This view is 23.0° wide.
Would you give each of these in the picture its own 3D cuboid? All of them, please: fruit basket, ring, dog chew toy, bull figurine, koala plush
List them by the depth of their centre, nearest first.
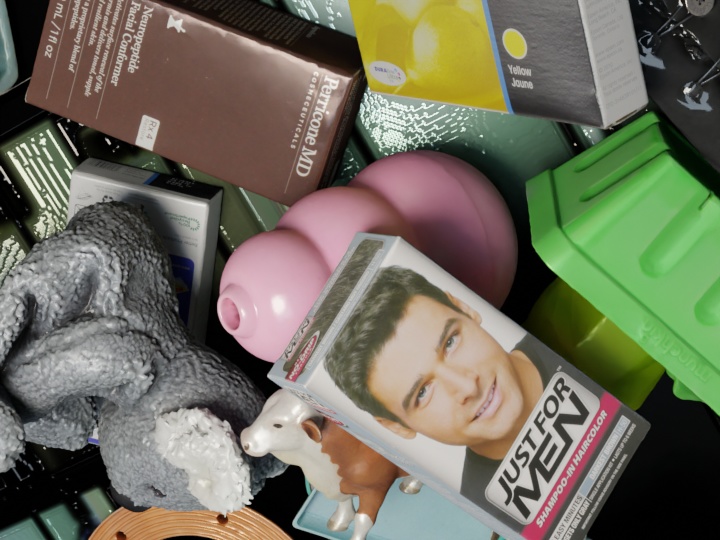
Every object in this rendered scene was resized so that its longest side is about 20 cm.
[{"bbox_3d":[0.000,0.000,1.070,0.124,0.200,0.125,25,124,44],"label":"dog chew toy"},{"bbox_3d":[0.167,0.032,1.074,0.215,0.156,0.216,1,112,3],"label":"fruit basket"},{"bbox_3d":[0.017,0.107,1.084,0.065,0.200,0.122,34,129,43],"label":"bull figurine"},{"bbox_3d":[-0.133,0.077,1.110,0.200,0.177,0.184,35,95,9],"label":"koala plush"},{"bbox_3d":[-0.114,0.249,1.304,0.200,0.019,0.201,5,112,12],"label":"ring"}]

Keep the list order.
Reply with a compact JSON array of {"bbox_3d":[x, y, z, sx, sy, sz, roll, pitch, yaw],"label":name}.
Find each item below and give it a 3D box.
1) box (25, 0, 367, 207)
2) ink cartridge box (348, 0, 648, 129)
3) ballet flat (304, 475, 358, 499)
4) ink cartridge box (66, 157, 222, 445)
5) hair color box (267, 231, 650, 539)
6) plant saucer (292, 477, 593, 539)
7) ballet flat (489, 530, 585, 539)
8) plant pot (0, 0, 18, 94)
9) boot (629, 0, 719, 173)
[{"bbox_3d":[-0.101,-0.123,1.118,0.200,0.075,0.100,20,115,4],"label":"box"},{"bbox_3d":[0.057,-0.185,0.973,0.197,0.047,0.200,16,131,50],"label":"ink cartridge box"},{"bbox_3d":[-0.011,0.068,1.174,0.072,0.072,0.201,-2,118,15],"label":"ballet flat"},{"bbox_3d":[-0.155,0.029,1.213,0.099,0.039,0.201,14,113,9],"label":"ink cartridge box"},{"bbox_3d":[0.058,0.074,1.006,0.200,0.061,0.099,36,80,-21],"label":"hair color box"},{"bbox_3d":[0.057,0.173,1.193,0.200,0.019,0.070,22,118,-17],"label":"plant saucer"},{"bbox_3d":[0.122,0.163,1.153,0.072,0.072,0.200,19,124,7],"label":"ballet flat"},{"bbox_3d":[-0.364,-0.183,1.104,0.199,0.196,0.197,3,113,25],"label":"plant pot"},{"bbox_3d":[0.240,-0.128,0.999,0.200,0.066,0.165,46,82,-7],"label":"boot"}]
